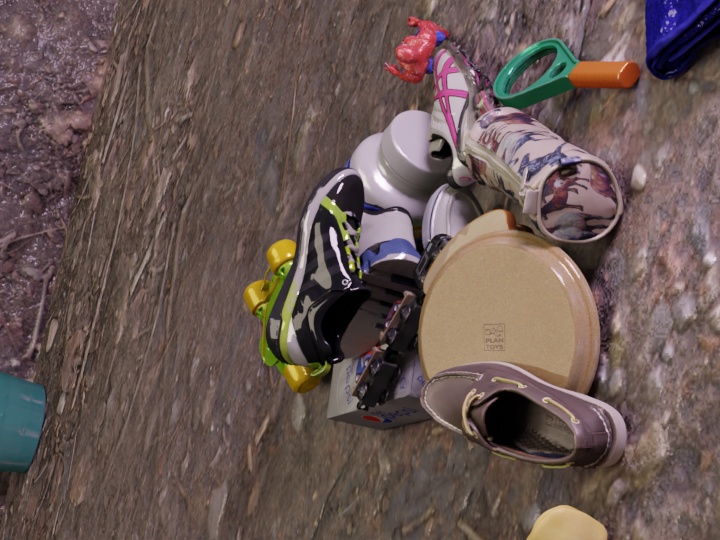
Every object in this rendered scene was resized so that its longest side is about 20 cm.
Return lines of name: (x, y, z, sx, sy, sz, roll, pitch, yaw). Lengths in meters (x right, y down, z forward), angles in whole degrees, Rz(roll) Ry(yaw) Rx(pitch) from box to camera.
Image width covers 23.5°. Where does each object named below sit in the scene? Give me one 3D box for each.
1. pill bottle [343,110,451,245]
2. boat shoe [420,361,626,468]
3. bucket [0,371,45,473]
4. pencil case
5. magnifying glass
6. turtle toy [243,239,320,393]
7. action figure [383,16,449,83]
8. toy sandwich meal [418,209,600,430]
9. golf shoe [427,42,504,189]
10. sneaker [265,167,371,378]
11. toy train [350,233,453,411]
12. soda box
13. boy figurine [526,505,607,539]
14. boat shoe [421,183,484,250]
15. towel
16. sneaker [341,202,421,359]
pill bottle: (0.026, -0.073, 1.801, 0.200, 0.112, 0.112, 127, 149, -46)
boat shoe: (0.120, 0.118, 1.413, 0.200, 0.059, 0.072, 15, 99, 43)
bucket: (-0.700, 0.294, 3.346, 0.207, 0.135, 0.207, -48, 34, 49)
pencil case: (0.154, -0.087, 1.522, 0.200, 0.089, 0.078, -132, 59, -66)
magnifying glass: (0.185, -0.178, 1.562, 0.080, 0.022, 0.200, -50, 26, -13)
turtle toy: (-0.056, 0.059, 1.930, 0.146, 0.101, 0.200, 61, 142, 25)
action figure: (0.058, -0.228, 1.796, 0.200, 0.052, 0.066, -60, -6, -79)
toy sandwich meal: (0.132, 0.054, 1.496, 0.205, 0.070, 0.206, -2, 87, 38)
golf shoe: (0.094, -0.156, 1.699, 0.092, 0.073, 0.200, -38, 32, 13)
sneaker: (-0.018, 0.004, 1.599, 0.083, 0.072, 0.200, 11, 78, 32)
toy train: (0.040, 0.049, 1.614, 0.200, 0.034, 0.046, -62, 26, 26)
soda box: (0.036, 0.113, 1.719, 0.200, 0.068, 0.064, 155, 126, -64)
boy figurine: (0.136, 0.277, 1.376, 0.124, 0.064, 0.200, -143, 69, -67)
boat shoe: (0.107, -0.003, 1.607, 0.086, 0.074, 0.202, 135, 140, -53)
towel: (0.271, -0.272, 1.399, 0.148, 0.049, 0.200, -40, 42, 56)
sneaker: (0.000, 0.000, 1.701, 0.199, 0.080, 0.115, -43, 35, 43)
